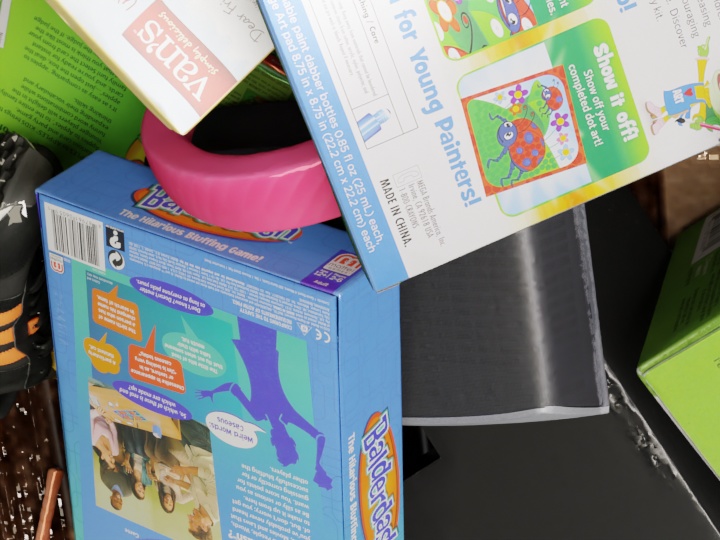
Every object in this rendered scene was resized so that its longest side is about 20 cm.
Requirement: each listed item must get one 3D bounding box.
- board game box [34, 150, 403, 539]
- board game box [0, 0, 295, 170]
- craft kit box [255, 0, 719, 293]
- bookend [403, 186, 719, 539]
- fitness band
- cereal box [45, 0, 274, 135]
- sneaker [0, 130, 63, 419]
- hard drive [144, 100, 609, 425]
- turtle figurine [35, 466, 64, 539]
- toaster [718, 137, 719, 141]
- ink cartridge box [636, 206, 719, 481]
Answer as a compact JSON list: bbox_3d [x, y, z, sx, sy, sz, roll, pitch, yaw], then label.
[{"bbox_3d":[-0.055,0.065,0.973,0.151,0.045,0.201,19,126,29],"label":"board game box"},{"bbox_3d":[-0.123,-0.098,1.046,0.199,0.048,0.102,31,118,3],"label":"board game box"},{"bbox_3d":[0.057,-0.120,0.830,0.197,0.049,0.201,-21,115,0],"label":"craft kit box"},{"bbox_3d":[0.056,0.066,1.039,0.200,0.092,0.199,-36,88,37],"label":"bookend"},{"bbox_3d":[0.001,-0.092,0.942,0.143,0.200,0.038,33,155,46],"label":"fitness band"},{"bbox_3d":[-0.046,-0.170,0.890,0.200,0.040,0.144,-43,104,-3],"label":"cereal box"},{"bbox_3d":[-0.157,0.008,1.071,0.090,0.070,0.200,31,145,-14],"label":"sneaker"},{"bbox_3d":[0.000,0.000,0.965,0.199,0.042,0.136,3,109,35],"label":"hard drive"},{"bbox_3d":[-0.065,0.114,1.110,0.161,0.064,0.200,35,118,0],"label":"turtle figurine"},{"bbox_3d":[0.230,-0.005,0.811,0.199,0.114,0.130,-10,112,22],"label":"toaster"},{"bbox_3d":[0.207,0.068,0.963,0.076,0.148,0.200,-35,100,25],"label":"ink cartridge box"}]
